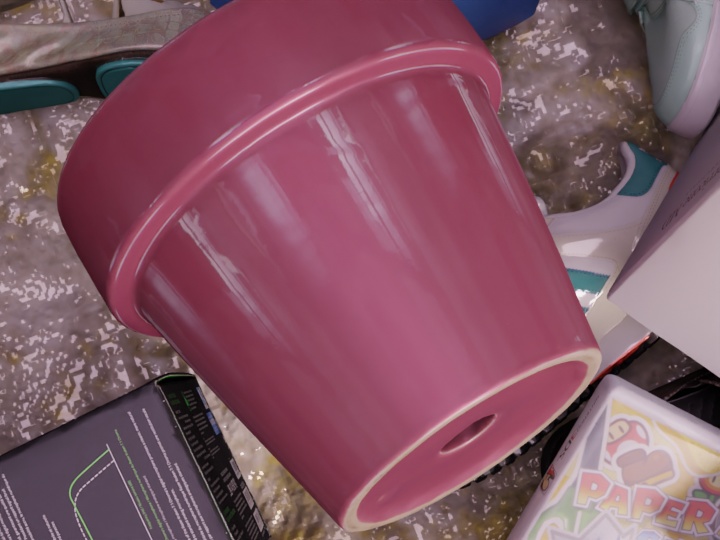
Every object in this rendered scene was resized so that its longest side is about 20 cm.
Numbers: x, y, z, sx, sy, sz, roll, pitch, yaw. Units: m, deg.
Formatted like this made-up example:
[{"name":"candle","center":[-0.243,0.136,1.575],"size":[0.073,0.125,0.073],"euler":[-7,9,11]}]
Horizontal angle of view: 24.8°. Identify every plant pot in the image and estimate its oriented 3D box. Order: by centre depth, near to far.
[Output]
[{"name":"plant pot","center":[0.000,0.000,0.690],"size":[0.200,0.200,0.179],"euler":[-33,70,-3]}]

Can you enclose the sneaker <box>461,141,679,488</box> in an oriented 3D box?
[{"name":"sneaker","center":[0.085,0.020,0.781],"size":[0.200,0.070,0.093],"euler":[-39,81,-6]}]

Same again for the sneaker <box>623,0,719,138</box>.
[{"name":"sneaker","center":[0.115,-0.160,0.785],"size":[0.118,0.074,0.201],"euler":[1,76,-7]}]

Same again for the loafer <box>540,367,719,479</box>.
[{"name":"loafer","center":[0.185,0.074,0.772],"size":[0.200,0.071,0.073],"euler":[-24,87,-2]}]

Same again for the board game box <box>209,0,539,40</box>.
[{"name":"board game box","center":[0.015,-0.173,0.742],"size":[0.158,0.200,0.039],"euler":[2,58,-9]}]

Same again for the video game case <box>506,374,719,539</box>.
[{"name":"video game case","center":[0.153,0.169,0.750],"size":[0.200,0.023,0.182],"euler":[27,102,-9]}]

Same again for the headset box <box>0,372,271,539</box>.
[{"name":"headset box","center":[-0.149,0.129,0.713],"size":[0.200,0.174,0.093],"euler":[-26,88,-1]}]

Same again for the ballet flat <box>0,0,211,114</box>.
[{"name":"ballet flat","center":[-0.129,-0.110,0.785],"size":[0.200,0.067,0.062],"euler":[-3,77,-1]}]

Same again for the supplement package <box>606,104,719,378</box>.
[{"name":"supplement package","center":[0.219,-0.049,0.721],"size":[0.120,0.121,0.200],"euler":[35,60,1]}]
